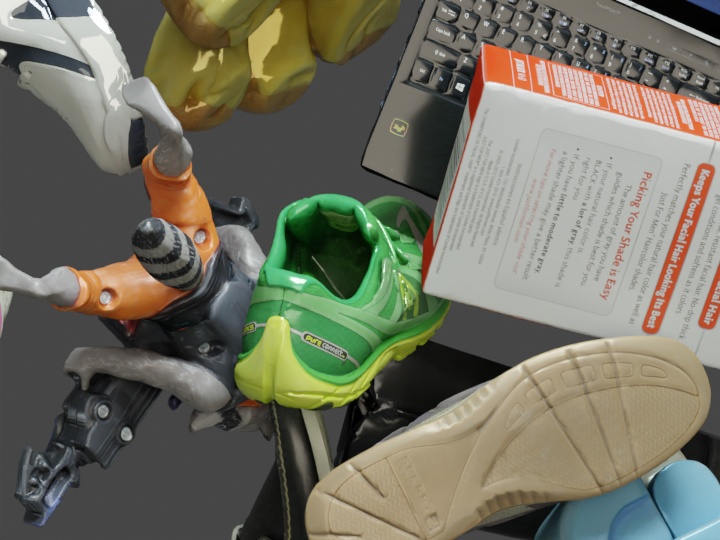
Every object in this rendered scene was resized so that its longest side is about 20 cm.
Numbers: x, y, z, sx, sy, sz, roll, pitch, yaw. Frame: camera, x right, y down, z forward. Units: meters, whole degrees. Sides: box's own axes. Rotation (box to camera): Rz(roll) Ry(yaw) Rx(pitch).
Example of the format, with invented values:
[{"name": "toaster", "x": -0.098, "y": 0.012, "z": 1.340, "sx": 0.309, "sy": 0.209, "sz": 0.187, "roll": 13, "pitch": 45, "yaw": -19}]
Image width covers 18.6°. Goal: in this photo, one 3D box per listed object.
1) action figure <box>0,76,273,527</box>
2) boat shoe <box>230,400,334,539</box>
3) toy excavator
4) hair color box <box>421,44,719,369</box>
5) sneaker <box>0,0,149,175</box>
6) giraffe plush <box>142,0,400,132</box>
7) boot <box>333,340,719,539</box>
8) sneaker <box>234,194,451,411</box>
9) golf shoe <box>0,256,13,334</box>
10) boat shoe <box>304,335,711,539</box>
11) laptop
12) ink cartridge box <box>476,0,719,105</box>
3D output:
[{"name": "action figure", "x": -0.097, "y": 0.034, "z": 1.054, "sx": 0.201, "sy": 0.104, "sz": 0.194, "roll": -62, "pitch": 141, "yaw": -17}, {"name": "boat shoe", "x": -0.039, "y": 0.151, "z": 1.086, "sx": 0.067, "sy": 0.072, "sz": 0.201, "roll": -2, "pitch": 106, "yaw": -5}, {"name": "toy excavator", "x": 0.139, "y": 0.111, "z": 1.073, "sx": 0.194, "sy": 0.100, "sz": 0.201, "roll": -24, "pitch": 76, "yaw": -19}, {"name": "hair color box", "x": 0.138, "y": -0.024, "z": 1.041, "sx": 0.199, "sy": 0.064, "sz": 0.112, "roll": 15, "pitch": 113, "yaw": -4}, {"name": "sneaker", "x": -0.196, "y": -0.117, "z": 1.088, "sx": 0.129, "sy": 0.079, "sz": 0.200, "roll": -28, "pitch": 97, "yaw": -5}, {"name": "giraffe plush", "x": -0.068, "y": -0.193, "z": 1.082, "sx": 0.162, "sy": 0.201, "sz": 0.172, "roll": 45, "pitch": 39, "yaw": 19}, {"name": "boot", "x": 0.079, "y": 0.131, "z": 1.125, "sx": 0.199, "sy": 0.066, "sz": 0.166, "roll": 19, "pitch": 72, "yaw": -14}, {"name": "sneaker", "x": 0.000, "y": 0.000, "z": 1.061, "sx": 0.074, "sy": 0.200, "sz": 0.084, "roll": 11, "pitch": 113, "yaw": 14}, {"name": "golf shoe", "x": -0.258, "y": 0.035, "z": 1.075, "sx": 0.199, "sy": 0.092, "sz": 0.076, "roll": -13, "pitch": 105, "yaw": 11}, {"name": "boat shoe", "x": 0.065, "y": 0.083, "z": 1.025, "sx": 0.199, "sy": 0.065, "sz": 0.072, "roll": -25, "pitch": 95, "yaw": -7}, {"name": "laptop", "x": 0.121, "y": -0.111, "z": 1.045, "sx": 0.176, "sy": 0.103, "sz": 0.201, "roll": 22, "pitch": 86, "yaw": -8}, {"name": "ink cartridge box", "x": 0.124, "y": -0.140, "z": 1.141, "sx": 0.144, "sy": 0.084, "sz": 0.202, "roll": 5, "pitch": 86, "yaw": -9}]
